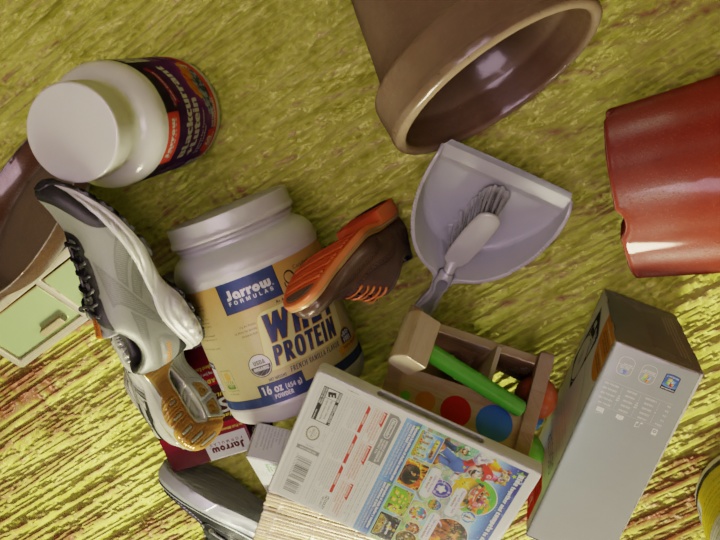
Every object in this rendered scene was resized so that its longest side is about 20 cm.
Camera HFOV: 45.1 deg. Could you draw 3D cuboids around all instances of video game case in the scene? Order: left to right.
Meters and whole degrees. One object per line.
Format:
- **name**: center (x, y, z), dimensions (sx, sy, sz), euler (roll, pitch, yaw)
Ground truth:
- **video game case**: center (0.033, 0.176, 0.739), dimensions (0.200, 0.018, 0.143), euler (25, 119, 3)

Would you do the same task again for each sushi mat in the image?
- **sushi mat**: center (-0.012, 0.291, 0.881), dimensions (0.200, 0.012, 0.096), euler (17, 104, 1)

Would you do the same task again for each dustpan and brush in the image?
- **dustpan and brush**: center (0.094, -0.017, 0.829), dimensions (0.139, 0.057, 0.200), euler (22, 138, -10)

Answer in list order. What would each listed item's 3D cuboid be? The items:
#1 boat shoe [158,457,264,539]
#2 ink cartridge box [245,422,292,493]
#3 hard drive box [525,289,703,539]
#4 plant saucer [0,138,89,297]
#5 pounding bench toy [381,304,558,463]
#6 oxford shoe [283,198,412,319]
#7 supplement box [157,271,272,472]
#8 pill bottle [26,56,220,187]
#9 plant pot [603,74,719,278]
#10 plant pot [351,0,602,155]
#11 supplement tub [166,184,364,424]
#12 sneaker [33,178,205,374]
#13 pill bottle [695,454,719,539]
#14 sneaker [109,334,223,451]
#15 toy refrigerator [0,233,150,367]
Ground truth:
- **boat shoe**: center (-0.144, 0.282, 0.959), dimensions (0.200, 0.072, 0.071), euler (32, 105, 0)
- **ink cartridge box**: center (-0.002, 0.218, 0.863), dimensions (0.200, 0.200, 0.041), euler (14, 64, 8)
- **hard drive box**: center (0.226, 0.139, 0.797), dimensions (0.077, 0.156, 0.200), euler (21, 108, 6)
- **plant saucer**: center (-0.330, -0.058, 0.868), dimensions (0.200, 0.200, 0.032), euler (-42, 134, 19)
- **pounding bench toy**: center (0.098, 0.117, 0.780), dimensions (0.156, 0.200, 0.124), euler (18, 67, 7)
- **oxford shoe**: center (0.000, 0.000, 0.785), dimensions (0.071, 0.200, 0.073), euler (-26, 101, 36)
- **supplement box**: center (-0.185, 0.104, 0.926), dimensions (0.109, 0.061, 0.200), euler (-19, 101, 18)
- **pill bottle**: center (-0.213, -0.137, 0.791), dimensions (0.111, 0.200, 0.112), euler (3, 106, 11)
- **plant pot**: center (0.311, -0.081, 0.710), dimensions (0.195, 0.201, 0.201), euler (-9, 103, 23)
- **plant pot**: center (0.073, -0.224, 0.731), dimensions (0.200, 0.200, 0.175), euler (-35, 77, 18)
- **supplement tub**: center (-0.093, 0.031, 0.841), dimensions (0.144, 0.144, 0.200), euler (-19, 101, 16)
- **sneaker**: center (-0.215, 0.008, 0.745), dimensions (0.079, 0.074, 0.200), euler (-42, 117, -21)
- **pill bottle**: center (0.371, 0.248, 0.772), dimensions (0.111, 0.200, 0.112), euler (3, 106, 11)
- **sneaker**: center (-0.212, 0.088, 0.849), dimensions (0.088, 0.076, 0.200), euler (-6, 107, 47)
- **toy refrigerator**: center (-0.316, 0.020, 0.897), dimensions (0.200, 0.070, 0.076), euler (-32, 122, 27)
